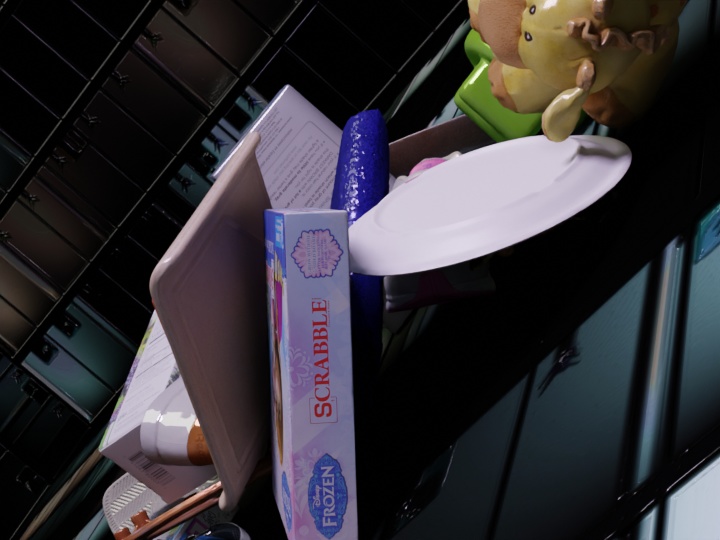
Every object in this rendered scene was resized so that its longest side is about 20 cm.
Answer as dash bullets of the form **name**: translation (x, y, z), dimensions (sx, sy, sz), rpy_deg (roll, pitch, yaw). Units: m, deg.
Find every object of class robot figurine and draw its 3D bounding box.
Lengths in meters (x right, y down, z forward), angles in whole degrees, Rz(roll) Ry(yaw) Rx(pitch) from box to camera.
- **robot figurine**: translation (0.162, -0.191, 1.228), dimensions (0.201, 0.115, 0.175), rpy_deg (-50, -1, -3)

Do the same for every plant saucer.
- **plant saucer**: translation (0.073, -0.113, 1.426), dimensions (0.198, 0.035, 0.200), rpy_deg (-22, 0, 0)

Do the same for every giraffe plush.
- **giraffe plush**: translation (0.141, -0.160, 0.984), dimensions (0.198, 0.175, 0.162), rpy_deg (-7, 17, 31)

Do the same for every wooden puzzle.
- **wooden puzzle**: translation (-0.089, 0.033, 1.065), dimensions (0.037, 0.202, 0.186), rpy_deg (0, 32, 19)

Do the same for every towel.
- **towel**: translation (0.000, 0.000, 1.149), dimensions (0.148, 0.049, 0.202), rpy_deg (103, 172, -55)

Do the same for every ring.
- **ring**: translation (-0.111, 0.165, 1.177), dimensions (0.199, 0.019, 0.200), rpy_deg (-30, -8, -4)

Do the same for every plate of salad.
- **plate of salad**: translation (0.079, -0.035, 0.983), dimensions (0.198, 0.049, 0.200), rpy_deg (-19, 17, 6)

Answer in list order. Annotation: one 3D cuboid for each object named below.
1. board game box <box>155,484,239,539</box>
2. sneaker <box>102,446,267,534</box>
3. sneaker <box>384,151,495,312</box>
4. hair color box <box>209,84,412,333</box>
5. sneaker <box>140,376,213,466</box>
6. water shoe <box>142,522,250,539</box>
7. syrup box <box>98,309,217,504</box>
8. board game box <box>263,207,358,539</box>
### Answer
- **board game box**: translation (-0.191, 0.276, 1.360), dimensions (0.200, 0.034, 0.135), rpy_deg (-41, 12, 53)
- **sneaker**: translation (-0.150, 0.188, 1.450), dimensions (0.199, 0.076, 0.084), rpy_deg (-30, -18, 30)
- **sneaker**: translation (0.051, -0.031, 1.104), dimensions (0.080, 0.089, 0.200), rpy_deg (-11, 16, 7)
- **hair color box**: translation (-0.019, -0.051, 1.289), dimensions (0.099, 0.200, 0.061), rpy_deg (-50, 7, -4)
- **sneaker**: translation (-0.083, 0.084, 1.199), dimensions (0.084, 0.073, 0.200), rpy_deg (5, 40, 29)
- **water shoe**: translation (-0.128, 0.215, 1.108), dimensions (0.072, 0.079, 0.200), rpy_deg (-48, 7, 8)
- **syrup box**: translation (-0.139, 0.084, 1.294), dimensions (0.081, 0.079, 0.201), rpy_deg (-34, 27, 34)
- **board game box**: translation (-0.034, 0.061, 0.982), dimensions (0.200, 0.041, 0.202), rpy_deg (-162, 70, -83)
